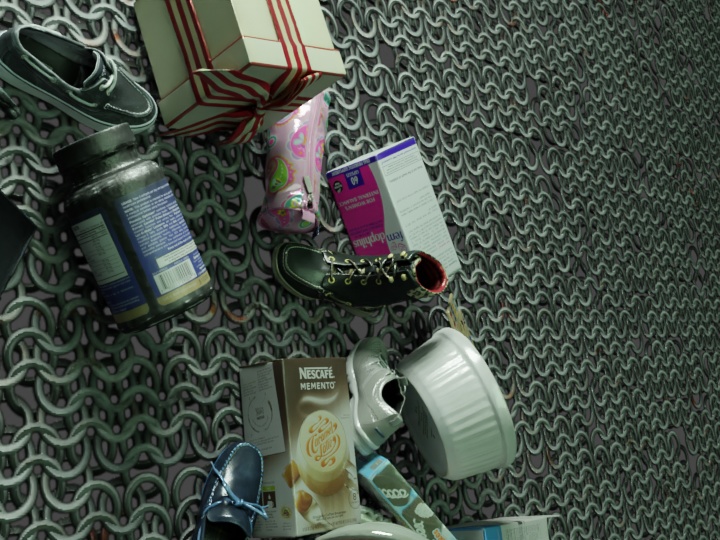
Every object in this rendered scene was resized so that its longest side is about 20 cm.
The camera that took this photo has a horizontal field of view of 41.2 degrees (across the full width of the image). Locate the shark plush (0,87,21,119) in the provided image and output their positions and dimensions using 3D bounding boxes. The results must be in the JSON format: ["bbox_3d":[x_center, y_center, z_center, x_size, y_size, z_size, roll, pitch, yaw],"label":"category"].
[{"bbox_3d":[-0.398,-0.231,0.925,0.199,0.091,0.084,37,23,-30],"label":"shark plush"}]

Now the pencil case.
[{"bbox_3d":[-0.083,-0.146,1.239,0.087,0.087,0.202,24,61,-42],"label":"pencil case"}]

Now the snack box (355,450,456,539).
[{"bbox_3d":[0.065,0.313,1.220,0.037,0.116,0.200,-42,102,-14],"label":"snack box"}]

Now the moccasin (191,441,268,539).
[{"bbox_3d":[-0.140,0.282,1.044,0.080,0.068,0.202,21,60,-18],"label":"moccasin"}]

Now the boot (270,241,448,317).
[{"bbox_3d":[0.001,-0.001,1.236,0.203,0.153,0.074,25,61,-42],"label":"boot"}]

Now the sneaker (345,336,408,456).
[{"bbox_3d":[0.030,0.155,1.250,0.075,0.082,0.201,50,22,-28],"label":"sneaker"}]

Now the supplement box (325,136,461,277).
[{"bbox_3d":[0.048,-0.069,1.351,0.103,0.101,0.202,-31,102,-48],"label":"supplement box"}]

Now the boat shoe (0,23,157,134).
[{"bbox_3d":[-0.293,-0.207,1.030,0.199,0.067,0.073,25,61,-42],"label":"boat shoe"}]

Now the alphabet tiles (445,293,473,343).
[{"bbox_3d":[0.161,0.124,1.418,0.200,0.006,0.168,-53,123,-77],"label":"alphabet tiles"}]

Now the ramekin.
[{"bbox_3d":[0.120,0.189,1.295,0.093,0.202,0.204,-24,98,-14],"label":"ramekin"}]

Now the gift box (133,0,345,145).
[{"bbox_3d":[-0.155,-0.257,1.126,0.199,0.184,0.189,-10,78,-46],"label":"gift box"}]

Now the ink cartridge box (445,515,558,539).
[{"bbox_3d":[0.192,0.392,1.365,0.199,0.115,0.069,7,73,-47],"label":"ink cartridge box"}]

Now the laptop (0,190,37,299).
[{"bbox_3d":[-0.424,-0.028,0.874,0.200,0.116,0.188,-47,117,-13],"label":"laptop"}]

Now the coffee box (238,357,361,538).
[{"bbox_3d":[-0.072,0.209,1.148,0.114,0.079,0.203,4,76,-48],"label":"coffee box"}]

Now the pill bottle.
[{"bbox_3d":[-0.242,-0.045,1.007,0.112,0.111,0.202,-32,104,-48],"label":"pill bottle"}]

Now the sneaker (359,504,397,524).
[{"bbox_3d":[0.023,0.369,1.221,0.200,0.075,0.081,51,55,-25],"label":"sneaker"}]

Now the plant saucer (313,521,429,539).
[{"bbox_3d":[0.027,0.348,1.137,0.200,0.199,0.051,46,37,-29],"label":"plant saucer"}]
